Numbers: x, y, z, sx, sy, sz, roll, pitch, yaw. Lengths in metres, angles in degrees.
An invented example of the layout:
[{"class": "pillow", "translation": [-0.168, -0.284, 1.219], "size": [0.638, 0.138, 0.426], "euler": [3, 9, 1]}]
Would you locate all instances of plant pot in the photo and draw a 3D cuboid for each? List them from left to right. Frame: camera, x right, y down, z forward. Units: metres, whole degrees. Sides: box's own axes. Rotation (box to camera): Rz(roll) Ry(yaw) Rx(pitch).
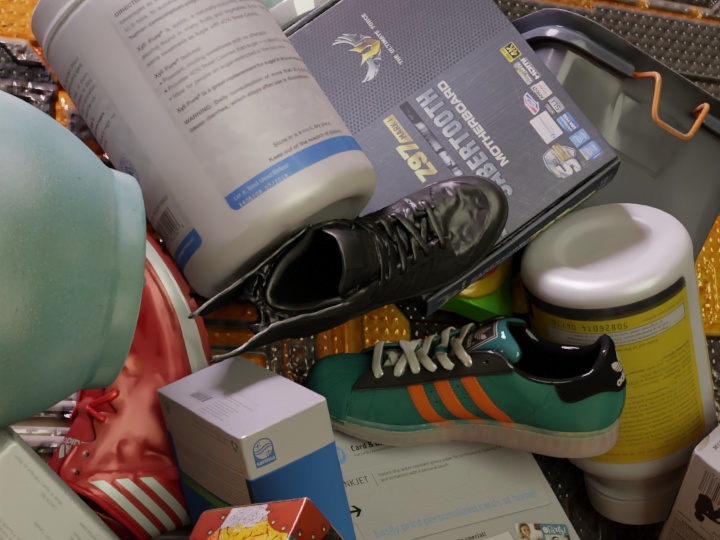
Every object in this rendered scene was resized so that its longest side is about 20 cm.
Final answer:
[{"class": "plant pot", "translation": [-0.193, -0.001, 0.918], "size": [0.133, 0.200, 0.201], "euler": [8, 73, -21]}]

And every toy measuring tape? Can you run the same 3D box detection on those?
[{"class": "toy measuring tape", "translation": [0.032, -0.023, 1.139], "size": [0.199, 0.074, 0.074], "euler": [22, 67, -11]}]

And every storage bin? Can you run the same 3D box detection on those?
[{"class": "storage bin", "translation": [0.170, -0.070, 1.189], "size": [0.199, 0.145, 0.135], "euler": [28, 76, -20]}]

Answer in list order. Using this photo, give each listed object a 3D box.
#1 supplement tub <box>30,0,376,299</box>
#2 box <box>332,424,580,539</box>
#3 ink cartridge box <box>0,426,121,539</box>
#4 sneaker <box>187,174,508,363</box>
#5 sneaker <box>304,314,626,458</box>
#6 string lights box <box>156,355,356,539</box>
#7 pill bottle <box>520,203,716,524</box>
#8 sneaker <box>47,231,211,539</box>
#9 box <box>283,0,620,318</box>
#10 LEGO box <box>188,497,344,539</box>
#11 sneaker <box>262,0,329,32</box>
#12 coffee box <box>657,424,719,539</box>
[{"class": "supplement tub", "translation": [-0.093, -0.097, 1.025], "size": [0.132, 0.132, 0.201], "euler": [-27, 79, -31]}, {"class": "box", "translation": [0.055, 0.164, 1.064], "size": [0.155, 0.041, 0.201], "euler": [-9, 56, -30]}, {"class": "ink cartridge box", "translation": [-0.215, 0.210, 0.943], "size": [0.200, 0.057, 0.163], "euler": [-43, 113, -9]}, {"class": "sneaker", "translation": [-0.001, -0.003, 0.995], "size": [0.199, 0.104, 0.060], "euler": [-27, 83, -1]}, {"class": "sneaker", "translation": [0.064, 0.061, 1.054], "size": [0.199, 0.080, 0.071], "euler": [4, 32, 4]}, {"class": "string lights box", "translation": [-0.049, 0.160, 0.978], "size": [0.059, 0.103, 0.201], "euler": [-23, 114, -27]}, {"class": "pill bottle", "translation": [0.175, 0.066, 1.129], "size": [0.112, 0.112, 0.201], "euler": [-34, 125, -31]}, {"class": "sneaker", "translation": [-0.148, 0.066, 1.006], "size": [0.115, 0.078, 0.201], "euler": [-28, 91, -32]}, {"class": "box", "translation": [0.044, -0.095, 1.097], "size": [0.157, 0.051, 0.200], "euler": [-35, 77, -7]}, {"class": "LEGO box", "translation": [-0.027, 0.237, 0.866], "size": [0.200, 0.077, 0.149], "euler": [53, 42, -29]}, {"class": "sneaker", "translation": [-0.012, -0.246, 1.162], "size": [0.200, 0.074, 0.119], "euler": [-30, 90, -32]}, {"class": "coffee box", "translation": [0.259, 0.169, 1.130], "size": [0.080, 0.201, 0.113], "euler": [38, 56, 25]}]
